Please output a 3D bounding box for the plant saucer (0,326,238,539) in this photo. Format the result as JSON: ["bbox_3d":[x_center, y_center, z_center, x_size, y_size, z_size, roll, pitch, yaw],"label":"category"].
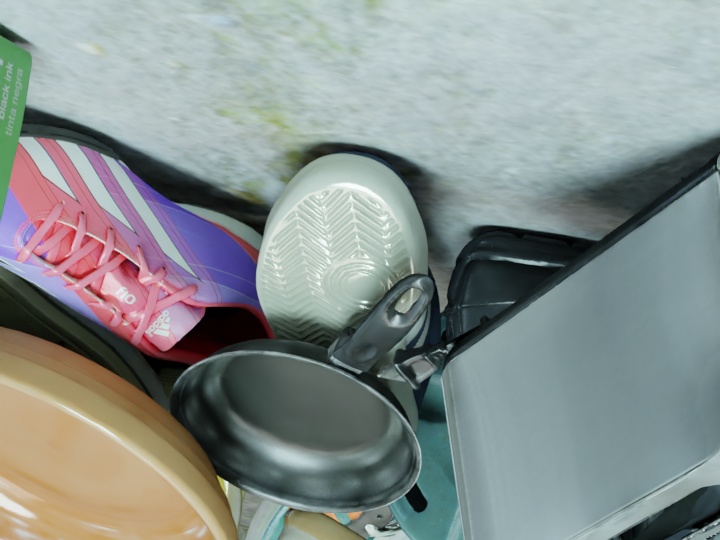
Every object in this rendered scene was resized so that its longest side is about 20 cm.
[{"bbox_3d":[-0.144,0.084,0.973,0.199,0.038,0.201,19,149,12],"label":"plant saucer"}]

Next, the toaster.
[{"bbox_3d":[0.139,0.063,0.801,0.180,0.119,0.200,20,141,-31],"label":"toaster"}]

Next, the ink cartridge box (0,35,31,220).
[{"bbox_3d":[-0.233,-0.075,0.739,0.145,0.085,0.200,5,167,27],"label":"ink cartridge box"}]

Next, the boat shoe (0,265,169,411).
[{"bbox_3d":[-0.156,0.008,0.980,0.074,0.069,0.200,-20,128,31],"label":"boat shoe"}]

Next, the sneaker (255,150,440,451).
[{"bbox_3d":[0.000,0.000,0.935,0.074,0.085,0.201,12,144,7],"label":"sneaker"}]

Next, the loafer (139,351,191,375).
[{"bbox_3d":[-0.113,0.013,1.048,0.198,0.074,0.071,0,-164,8],"label":"loafer"}]

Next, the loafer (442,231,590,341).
[{"bbox_3d":[0.133,0.032,0.924,0.199,0.071,0.068,7,168,15],"label":"loafer"}]

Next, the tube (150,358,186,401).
[{"bbox_3d":[-0.069,0.054,1.124,0.058,0.052,0.200,-38,170,22],"label":"tube"}]

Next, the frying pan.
[{"bbox_3d":[-0.026,0.043,0.903,0.114,0.031,0.191,12,141,7],"label":"frying pan"}]

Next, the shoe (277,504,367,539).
[{"bbox_3d":[0.043,0.179,0.989,0.199,0.054,0.070,29,160,0],"label":"shoe"}]

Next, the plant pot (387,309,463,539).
[{"bbox_3d":[0.115,0.106,1.053,0.199,0.201,0.196,4,158,31],"label":"plant pot"}]

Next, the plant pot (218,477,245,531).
[{"bbox_3d":[-0.151,0.115,1.205,0.199,0.202,0.189,15,180,-17],"label":"plant pot"}]

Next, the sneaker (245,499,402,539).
[{"bbox_3d":[-0.001,0.134,1.227,0.080,0.201,0.071,40,-154,25],"label":"sneaker"}]

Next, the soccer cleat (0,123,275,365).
[{"bbox_3d":[-0.106,-0.004,0.928,0.199,0.073,0.068,25,122,-42],"label":"soccer cleat"}]

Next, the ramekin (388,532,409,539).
[{"bbox_3d":[0.083,0.159,1.320,0.201,0.203,0.094,16,129,-20],"label":"ramekin"}]
